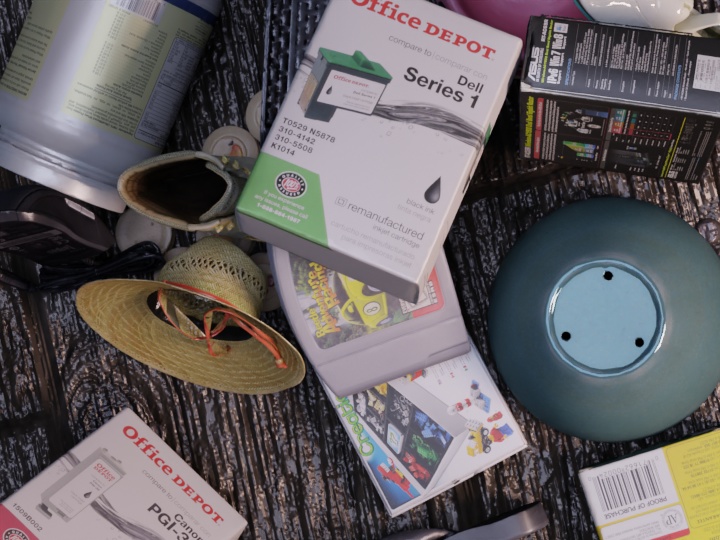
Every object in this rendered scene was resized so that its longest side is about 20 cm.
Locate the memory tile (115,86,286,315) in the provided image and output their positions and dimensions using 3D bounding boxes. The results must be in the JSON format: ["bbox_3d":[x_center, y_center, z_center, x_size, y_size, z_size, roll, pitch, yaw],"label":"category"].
[{"bbox_3d":[-0.095,-0.044,1.561,0.200,0.017,0.153,-41,82,6],"label":"memory tile"}]

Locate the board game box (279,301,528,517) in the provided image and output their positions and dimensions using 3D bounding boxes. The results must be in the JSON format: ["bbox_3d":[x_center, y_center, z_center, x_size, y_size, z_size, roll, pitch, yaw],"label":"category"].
[{"bbox_3d":[0.035,0.084,1.522,0.126,0.035,0.200,-28,84,4],"label":"board game box"}]

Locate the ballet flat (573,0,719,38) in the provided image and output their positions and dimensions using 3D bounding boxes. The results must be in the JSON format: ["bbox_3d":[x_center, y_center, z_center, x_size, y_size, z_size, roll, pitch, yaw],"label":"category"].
[{"bbox_3d":[0.242,-0.192,1.428,0.069,0.200,0.069,-25,51,36],"label":"ballet flat"}]

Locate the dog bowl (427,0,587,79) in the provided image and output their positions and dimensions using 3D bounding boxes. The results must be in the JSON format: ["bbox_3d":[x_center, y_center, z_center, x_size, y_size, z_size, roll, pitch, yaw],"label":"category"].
[{"bbox_3d":[0.138,-0.249,1.472,0.200,0.074,0.200,-1,98,-4],"label":"dog bowl"}]

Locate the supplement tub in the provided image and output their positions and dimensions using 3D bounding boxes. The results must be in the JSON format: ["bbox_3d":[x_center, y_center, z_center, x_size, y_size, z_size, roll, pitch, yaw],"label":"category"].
[{"bbox_3d":[-0.213,-0.162,1.520,0.145,0.145,0.200,23,92,10],"label":"supplement tub"}]

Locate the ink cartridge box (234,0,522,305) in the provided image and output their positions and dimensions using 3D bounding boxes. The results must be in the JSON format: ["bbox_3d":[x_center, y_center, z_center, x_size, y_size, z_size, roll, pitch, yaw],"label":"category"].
[{"bbox_3d":[0.014,-0.098,1.350,0.146,0.084,0.200,22,79,5],"label":"ink cartridge box"}]

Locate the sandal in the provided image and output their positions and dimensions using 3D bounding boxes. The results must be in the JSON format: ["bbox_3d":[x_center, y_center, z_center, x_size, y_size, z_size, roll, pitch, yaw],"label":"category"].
[{"bbox_3d":[0.052,0.223,1.502,0.200,0.076,0.043,-23,86,-2],"label":"sandal"}]

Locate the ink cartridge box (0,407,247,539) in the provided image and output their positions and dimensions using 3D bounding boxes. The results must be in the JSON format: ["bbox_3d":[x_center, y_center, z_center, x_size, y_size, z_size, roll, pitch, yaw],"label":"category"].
[{"bbox_3d":[-0.211,0.222,1.476,0.147,0.200,0.083,43,135,8],"label":"ink cartridge box"}]

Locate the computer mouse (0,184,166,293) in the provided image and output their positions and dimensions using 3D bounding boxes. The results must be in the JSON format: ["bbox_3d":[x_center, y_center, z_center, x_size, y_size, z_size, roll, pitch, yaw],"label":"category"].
[{"bbox_3d":[-0.265,-0.028,1.503,0.140,0.200,0.046,-14,72,28],"label":"computer mouse"}]

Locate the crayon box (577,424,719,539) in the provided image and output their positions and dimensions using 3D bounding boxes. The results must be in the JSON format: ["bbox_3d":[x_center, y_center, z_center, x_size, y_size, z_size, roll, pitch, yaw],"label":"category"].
[{"bbox_3d":[0.262,0.234,1.473,0.127,0.051,0.200,-18,85,9],"label":"crayon box"}]

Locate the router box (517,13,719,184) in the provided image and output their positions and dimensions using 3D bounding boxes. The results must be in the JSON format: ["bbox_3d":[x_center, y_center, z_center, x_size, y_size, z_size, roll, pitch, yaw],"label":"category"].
[{"bbox_3d":[0.197,-0.127,1.417,0.150,0.200,0.062,8,79,6],"label":"router box"}]

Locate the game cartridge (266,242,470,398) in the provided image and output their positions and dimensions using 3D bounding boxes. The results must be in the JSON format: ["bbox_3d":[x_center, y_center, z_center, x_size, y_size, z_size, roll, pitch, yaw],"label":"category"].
[{"bbox_3d":[0.000,0.000,1.442,0.133,0.041,0.200,-18,116,-1],"label":"game cartridge"}]

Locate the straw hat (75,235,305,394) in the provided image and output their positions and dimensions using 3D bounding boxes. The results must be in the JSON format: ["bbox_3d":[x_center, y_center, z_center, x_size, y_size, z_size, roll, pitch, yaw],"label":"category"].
[{"bbox_3d":[-0.122,0.020,1.497,0.201,0.201,0.085,15,66,10],"label":"straw hat"}]

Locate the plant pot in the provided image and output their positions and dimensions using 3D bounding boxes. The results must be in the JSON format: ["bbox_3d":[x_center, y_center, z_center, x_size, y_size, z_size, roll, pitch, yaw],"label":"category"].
[{"bbox_3d":[0.192,0.037,1.450,0.200,0.135,0.200,0,88,10],"label":"plant pot"}]

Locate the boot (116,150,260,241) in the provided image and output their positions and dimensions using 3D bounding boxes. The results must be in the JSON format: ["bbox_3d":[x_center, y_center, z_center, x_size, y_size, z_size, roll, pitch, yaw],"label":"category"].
[{"bbox_3d":[-0.079,-0.057,1.471,0.200,0.155,0.072,4,89,11],"label":"boot"}]

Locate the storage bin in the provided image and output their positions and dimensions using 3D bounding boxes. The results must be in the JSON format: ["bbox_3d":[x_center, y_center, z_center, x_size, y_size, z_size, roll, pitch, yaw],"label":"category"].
[{"bbox_3d":[-0.021,-0.191,1.480,0.094,0.135,0.200,4,87,-11],"label":"storage bin"}]
